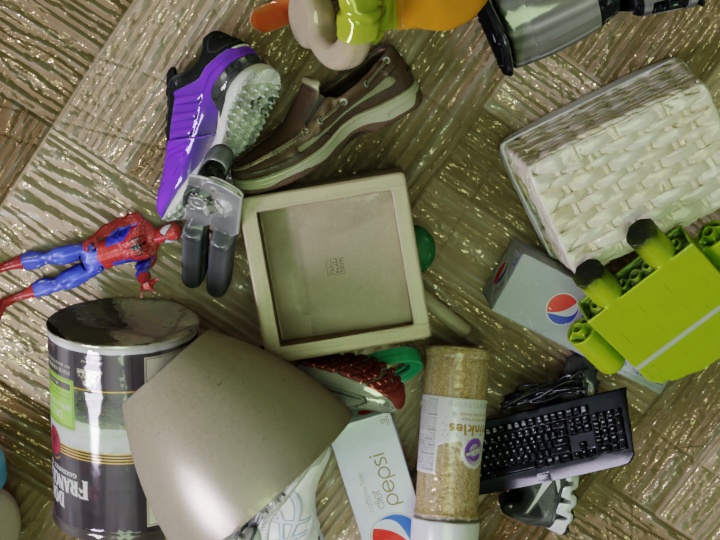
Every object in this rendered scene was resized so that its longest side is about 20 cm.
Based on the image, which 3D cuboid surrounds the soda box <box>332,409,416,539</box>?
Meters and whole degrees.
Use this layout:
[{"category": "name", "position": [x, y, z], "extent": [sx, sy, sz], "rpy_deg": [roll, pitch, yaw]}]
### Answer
[{"category": "soda box", "position": [0.023, 0.230, 1.521], "extent": [0.068, 0.064, 0.200], "rpy_deg": [-17, 107, 1]}]

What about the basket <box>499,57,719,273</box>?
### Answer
[{"category": "basket", "position": [0.250, -0.096, 1.404], "extent": [0.200, 0.123, 0.136], "rpy_deg": [-26, 106, 5]}]

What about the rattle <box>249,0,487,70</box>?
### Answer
[{"category": "rattle", "position": [-0.002, -0.251, 1.334], "extent": [0.143, 0.200, 0.130], "rpy_deg": [-29, 99, -20]}]

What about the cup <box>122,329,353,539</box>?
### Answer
[{"category": "cup", "position": [-0.127, 0.139, 1.310], "extent": [0.200, 0.200, 0.143], "rpy_deg": [-41, 93, 8]}]

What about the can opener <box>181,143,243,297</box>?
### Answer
[{"category": "can opener", "position": [-0.134, -0.046, 1.383], "extent": [0.053, 0.200, 0.067], "rpy_deg": [20, 63, 2]}]

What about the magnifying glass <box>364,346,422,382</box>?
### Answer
[{"category": "magnifying glass", "position": [-0.032, 0.121, 1.488], "extent": [0.200, 0.080, 0.022], "rpy_deg": [-23, 68, 11]}]

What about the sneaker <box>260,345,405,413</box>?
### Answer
[{"category": "sneaker", "position": [-0.045, 0.121, 1.428], "extent": [0.200, 0.078, 0.082], "rpy_deg": [2, 98, 32]}]

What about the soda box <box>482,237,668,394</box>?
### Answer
[{"category": "soda box", "position": [0.226, 0.045, 1.477], "extent": [0.200, 0.063, 0.068], "rpy_deg": [26, 103, -11]}]

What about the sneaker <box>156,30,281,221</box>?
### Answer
[{"category": "sneaker", "position": [-0.151, -0.140, 1.397], "extent": [0.100, 0.070, 0.200], "rpy_deg": [47, 124, 21]}]

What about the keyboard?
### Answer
[{"category": "keyboard", "position": [0.171, 0.158, 1.469], "extent": [0.200, 0.040, 0.104], "rpy_deg": [-18, 67, 31]}]

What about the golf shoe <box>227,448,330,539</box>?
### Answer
[{"category": "golf shoe", "position": [-0.070, 0.247, 1.524], "extent": [0.097, 0.078, 0.200], "rpy_deg": [24, 112, -24]}]

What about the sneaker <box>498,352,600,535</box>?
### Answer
[{"category": "sneaker", "position": [0.188, 0.177, 1.514], "extent": [0.090, 0.066, 0.201], "rpy_deg": [7, 109, -9]}]

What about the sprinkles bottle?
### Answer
[{"category": "sprinkles bottle", "position": [0.090, 0.175, 1.475], "extent": [0.068, 0.068, 0.201], "rpy_deg": [4, 87, -5]}]

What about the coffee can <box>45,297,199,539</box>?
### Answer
[{"category": "coffee can", "position": [-0.227, 0.142, 1.434], "extent": [0.146, 0.146, 0.201], "rpy_deg": [0, 106, -4]}]

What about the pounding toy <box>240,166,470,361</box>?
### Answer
[{"category": "pounding toy", "position": [0.000, 0.000, 1.426], "extent": [0.199, 0.142, 0.185], "rpy_deg": [-9, 97, 1]}]

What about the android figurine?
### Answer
[{"category": "android figurine", "position": [0.288, 0.033, 1.396], "extent": [0.182, 0.041, 0.200], "rpy_deg": [-40, 129, 16]}]

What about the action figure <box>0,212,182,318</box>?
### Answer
[{"category": "action figure", "position": [-0.266, -0.001, 1.415], "extent": [0.200, 0.099, 0.065], "rpy_deg": [-20, 109, 0]}]

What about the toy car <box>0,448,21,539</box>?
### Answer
[{"category": "toy car", "position": [-0.462, 0.261, 1.472], "extent": [0.200, 0.177, 0.185], "rpy_deg": [16, 122, 20]}]

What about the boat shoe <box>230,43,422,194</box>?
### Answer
[{"category": "boat shoe", "position": [-0.042, -0.148, 1.381], "extent": [0.202, 0.075, 0.075], "rpy_deg": [-32, 116, -17]}]

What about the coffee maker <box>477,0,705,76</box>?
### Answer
[{"category": "coffee maker", "position": [0.190, -0.297, 1.333], "extent": [0.200, 0.135, 0.192], "rpy_deg": [-21, 107, 2]}]
